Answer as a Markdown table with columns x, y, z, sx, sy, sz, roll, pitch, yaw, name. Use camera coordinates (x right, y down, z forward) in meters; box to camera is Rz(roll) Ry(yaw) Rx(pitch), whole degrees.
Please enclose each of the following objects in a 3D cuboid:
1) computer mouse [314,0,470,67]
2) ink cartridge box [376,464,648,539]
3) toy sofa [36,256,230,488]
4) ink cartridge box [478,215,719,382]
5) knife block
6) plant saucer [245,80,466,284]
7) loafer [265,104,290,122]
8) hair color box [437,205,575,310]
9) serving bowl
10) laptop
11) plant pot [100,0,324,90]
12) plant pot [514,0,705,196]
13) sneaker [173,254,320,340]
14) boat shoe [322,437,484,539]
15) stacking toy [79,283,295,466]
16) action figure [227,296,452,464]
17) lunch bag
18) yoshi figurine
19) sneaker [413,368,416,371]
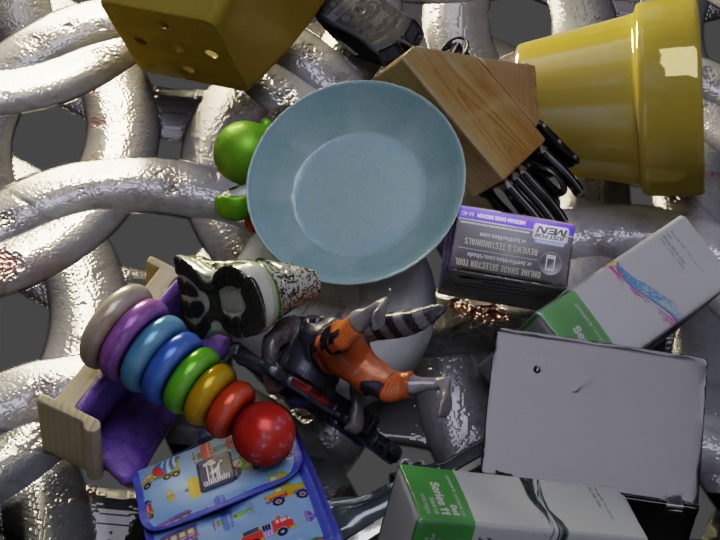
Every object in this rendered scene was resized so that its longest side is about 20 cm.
| x | y | z | sx | sy | sz | roll | pitch | yaw | name |
| --- | --- | --- | --- | --- | --- | --- | --- | --- | --- |
| 0.007 | -0.236 | 1.898 | 0.200 | 0.046 | 0.141 | 32 | 65 | 16 | computer mouse |
| 0.115 | 0.246 | 1.406 | 0.199 | 0.147 | 0.083 | 7 | 24 | -16 | ink cartridge box |
| -0.199 | 0.092 | 1.578 | 0.097 | 0.083 | 0.200 | 24 | 52 | 14 | toy sofa |
| 0.228 | 0.050 | 1.616 | 0.200 | 0.145 | 0.088 | -33 | 80 | -29 | ink cartridge box |
| 0.117 | -0.114 | 1.680 | 0.199 | 0.064 | 0.176 | 6 | 73 | -25 | knife block |
| -0.002 | -0.074 | 1.568 | 0.200 | 0.039 | 0.202 | -4 | 68 | 9 | plant saucer |
| -0.049 | -0.068 | 1.738 | 0.075 | 0.068 | 0.201 | -9 | 69 | -12 | loafer |
| 0.133 | -0.009 | 1.626 | 0.109 | 0.200 | 0.065 | 9 | 84 | 0 | hair color box |
| -0.033 | 0.028 | 1.597 | 0.199 | 0.066 | 0.201 | -2 | 82 | 11 | serving bowl |
| 0.192 | 0.176 | 1.507 | 0.186 | 0.201 | 0.116 | 9 | 35 | 0 | laptop |
| -0.162 | -0.305 | 1.825 | 0.199 | 0.200 | 0.177 | 13 | 69 | 20 | plant pot |
| 0.258 | -0.173 | 1.793 | 0.188 | 0.201 | 0.201 | -3 | 50 | 11 | plant pot |
| -0.098 | 0.019 | 1.507 | 0.088 | 0.077 | 0.200 | -12 | 11 | -28 | sneaker |
| 0.045 | 0.191 | 1.537 | 0.200 | 0.073 | 0.062 | -29 | 63 | -20 | boat shoe |
| -0.141 | 0.099 | 1.478 | 0.200 | 0.086 | 0.085 | 36 | 56 | 16 | stacking toy |
| -0.002 | 0.084 | 1.491 | 0.193 | 0.200 | 0.105 | -2 | 57 | 46 | action figure |
| -0.104 | 0.212 | 1.483 | 0.150 | 0.094 | 0.200 | -25 | 44 | -1 | lunch bag |
| -0.058 | -0.120 | 1.668 | 0.199 | 0.113 | 0.112 | -27 | 65 | -17 | yoshi figurine |
| 0.000 | 0.000 | 1.657 | 0.115 | 0.076 | 0.201 | 0 | 74 | 4 | sneaker |
